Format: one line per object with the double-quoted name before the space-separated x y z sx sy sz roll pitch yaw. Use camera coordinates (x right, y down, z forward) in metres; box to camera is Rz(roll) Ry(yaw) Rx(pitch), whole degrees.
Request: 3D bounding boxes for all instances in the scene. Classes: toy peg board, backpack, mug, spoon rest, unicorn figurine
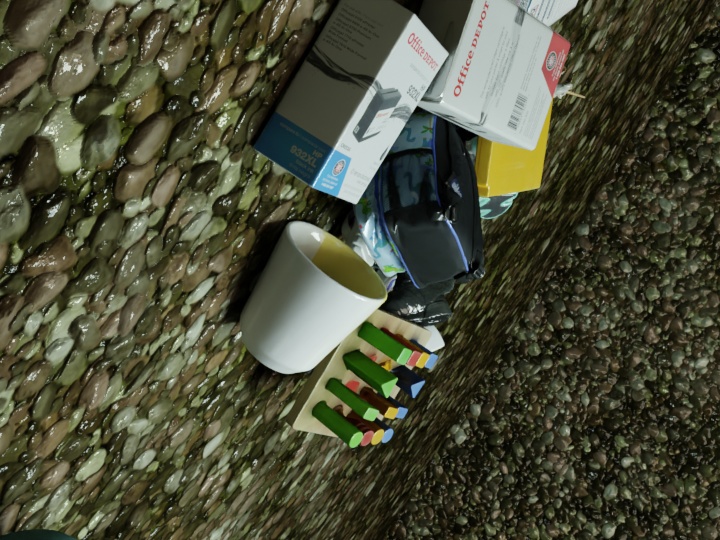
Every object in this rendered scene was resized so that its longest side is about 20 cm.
"toy peg board" 0.029 0.170 1.321 0.199 0.098 0.200 25 97 -53
"backpack" 0.071 -0.098 1.182 0.183 0.147 0.200 55 31 -53
"mug" -0.056 0.052 1.144 0.153 0.186 0.149 -52 -152 17
"spoon rest" 0.063 0.093 1.519 0.099 0.200 0.061 -21 103 -27
"unicorn figurine" 0.326 -0.318 1.651 0.200 0.074 0.137 -36 167 -14

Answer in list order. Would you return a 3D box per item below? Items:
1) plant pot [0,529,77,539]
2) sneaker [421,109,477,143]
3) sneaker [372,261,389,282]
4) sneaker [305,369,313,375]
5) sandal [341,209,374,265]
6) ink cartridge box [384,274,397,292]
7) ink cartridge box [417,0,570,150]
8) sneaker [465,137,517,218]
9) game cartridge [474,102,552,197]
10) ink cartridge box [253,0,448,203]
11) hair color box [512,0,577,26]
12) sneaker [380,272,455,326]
"plant pot" -0.337 0.352 0.900 0.201 0.200 0.161 -65 171 27
"sneaker" 0.126 -0.202 1.299 0.200 0.078 0.070 -55 162 -3
"sneaker" 0.000 0.000 1.339 0.199 0.076 0.114 -47 159 -35
"sneaker" -0.078 0.104 1.333 0.079 0.075 0.200 -57 172 -5
"sandal" -0.002 -0.053 1.279 0.203 0.050 0.082 -64 147 -25
"ink cartridge box" 0.046 0.031 1.570 0.200 0.039 0.100 -21 142 -59
"ink cartridge box" 0.149 -0.246 1.116 0.200 0.083 0.147 16 95 -46
"sneaker" 0.192 -0.192 1.435 0.078 0.140 0.200 -9 130 -8
"game cartridge" 0.219 -0.198 1.312 0.200 0.032 0.177 -13 113 -55
"ink cartridge box" -0.006 -0.183 0.980 0.200 0.084 0.145 -58 162 7
"hair color box" 0.257 -0.400 1.321 0.200 0.060 0.100 -41 157 -39
"sneaker" 0.069 0.036 1.427 0.200 0.104 0.060 -5 156 -25
